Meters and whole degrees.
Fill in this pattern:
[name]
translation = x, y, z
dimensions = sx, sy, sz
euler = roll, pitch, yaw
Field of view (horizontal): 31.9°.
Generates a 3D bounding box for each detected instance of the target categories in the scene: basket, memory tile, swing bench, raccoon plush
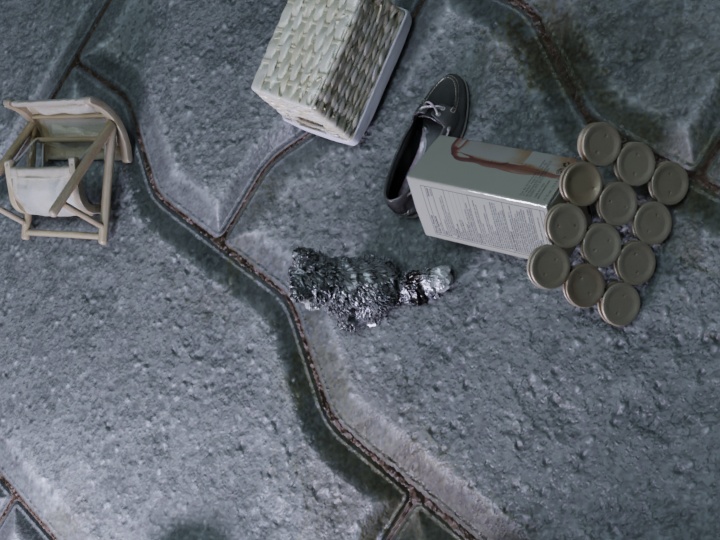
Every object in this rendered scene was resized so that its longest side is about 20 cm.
[basket]
translation = -0.042, -0.294, 1.710
dimensions = 0.135, 0.123, 0.202
euler = 22, 87, 35
[memory tile]
translation = 0.280, -0.052, 1.427
dimensions = 0.202, 0.152, 0.017
euler = -66, 18, -3
[swing bench]
translation = -0.473, -0.159, 1.963
dimensions = 0.197, 0.130, 0.202
euler = 4, 72, 35
[raccoon plush]
translation = 0.000, 0.000, 1.588
dimensions = 0.198, 0.134, 0.098
euler = -25, 61, 25

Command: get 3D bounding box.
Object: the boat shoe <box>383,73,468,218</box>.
[boat shoe]
translation = 0.085, -0.167, 1.634
dimensions = 0.066, 0.057, 0.202
euler = 18, 85, 36

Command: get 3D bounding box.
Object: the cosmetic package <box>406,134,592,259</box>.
[cosmetic package]
translation = 0.167, -0.086, 1.514
dimensions = 0.198, 0.104, 0.087
euler = 15, 53, 34
